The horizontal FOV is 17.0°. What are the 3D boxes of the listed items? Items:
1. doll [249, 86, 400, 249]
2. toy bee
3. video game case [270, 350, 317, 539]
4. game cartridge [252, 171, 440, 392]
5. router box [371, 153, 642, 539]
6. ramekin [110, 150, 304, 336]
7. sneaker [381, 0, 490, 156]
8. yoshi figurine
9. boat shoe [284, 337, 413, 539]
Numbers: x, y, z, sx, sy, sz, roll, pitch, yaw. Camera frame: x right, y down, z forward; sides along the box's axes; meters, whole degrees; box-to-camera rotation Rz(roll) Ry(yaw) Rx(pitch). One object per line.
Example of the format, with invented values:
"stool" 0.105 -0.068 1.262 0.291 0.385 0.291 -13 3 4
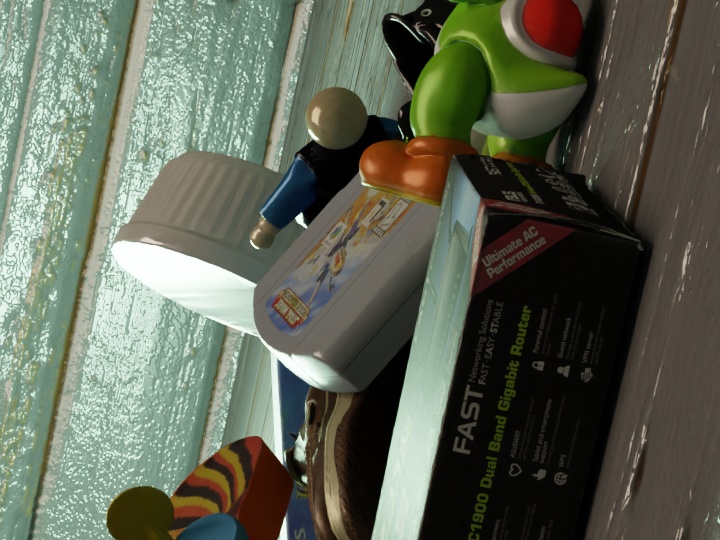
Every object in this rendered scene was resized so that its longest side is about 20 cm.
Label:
"doll" -0.015 -0.049 1.587 0.049 0.136 0.200 56 162 27
"toy bee" -0.096 0.172 1.253 0.131 0.108 0.200 63 -161 -11
"video game case" -0.032 0.111 1.528 0.181 0.045 0.201 -135 42 -87
"game cartridge" 0.000 0.000 1.333 0.133 0.042 0.200 -45 16 -2
"router box" 0.052 0.062 0.970 0.150 0.062 0.201 -104 26 -80
"ramekin" -0.090 -0.019 1.923 0.202 0.202 0.095 124 169 -76
"sneaker" 0.054 -0.132 1.220 0.072 0.082 0.201 110 169 -54
"yoshi figurine" 0.055 -0.127 1.113 0.112 0.111 0.201 -58 -17 -88
"boat shoe" -0.003 0.101 1.302 0.075 0.075 0.203 -36 18 25
